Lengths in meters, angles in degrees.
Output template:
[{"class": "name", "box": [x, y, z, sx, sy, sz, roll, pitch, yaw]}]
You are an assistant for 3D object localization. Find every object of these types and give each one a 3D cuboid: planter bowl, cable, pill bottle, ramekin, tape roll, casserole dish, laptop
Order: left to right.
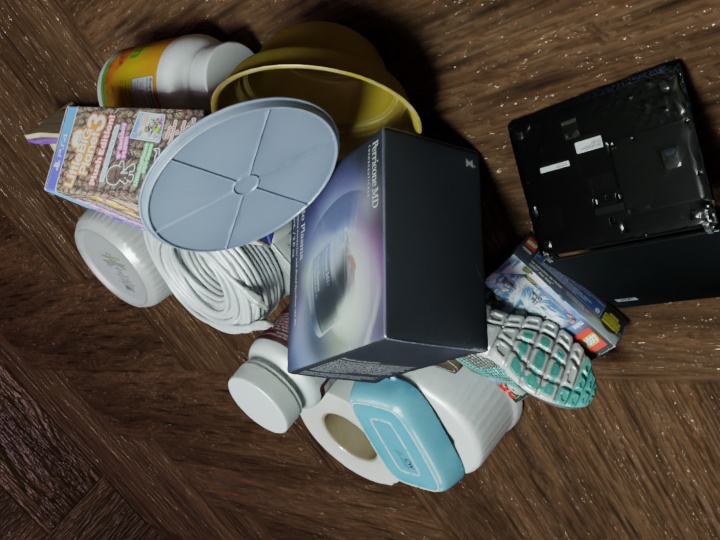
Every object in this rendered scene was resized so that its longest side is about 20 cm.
[{"class": "ramekin", "box": [-0.358, -0.036, 1.298, 0.199, 0.105, 0.202, 27, 145, 21]}, {"class": "pill bottle", "box": [-0.201, -0.205, 0.927, 0.198, 0.111, 0.112, 5, 133, 43]}, {"class": "cable", "box": [-0.191, -0.008, 1.056, 0.201, 0.069, 0.199, 54, 147, -12]}, {"class": "pill bottle", "box": [-0.073, 0.105, 1.065, 0.113, 0.200, 0.115, 27, 145, 22]}, {"class": "planter bowl", "box": [-0.037, -0.176, 0.778, 0.197, 0.085, 0.201, 5, 162, 2]}, {"class": "tape roll", "box": [0.002, 0.232, 1.255, 0.201, 0.071, 0.204, 28, 144, 22]}, {"class": "casserole dish", "box": [0.053, 0.207, 1.020, 0.120, 0.039, 0.201, 3, 132, 45]}, {"class": "ramekin", "box": [0.098, 0.166, 1.050, 0.199, 0.098, 0.202, 28, 145, 21]}, {"class": "laptop", "box": [0.245, -0.060, 0.712, 0.176, 0.102, 0.203, -13, 94, 52]}]

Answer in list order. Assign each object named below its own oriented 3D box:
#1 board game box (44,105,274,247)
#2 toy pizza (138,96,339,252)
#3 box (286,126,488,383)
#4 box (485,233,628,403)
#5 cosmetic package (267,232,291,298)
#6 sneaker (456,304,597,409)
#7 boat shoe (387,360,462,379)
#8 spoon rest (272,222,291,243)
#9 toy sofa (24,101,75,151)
[{"class": "board game box", "box": [-0.207, -0.101, 0.892, 0.198, 0.098, 0.159, 8, 170, 30]}, {"class": "toy pizza", "box": [-0.112, -0.090, 0.759, 0.032, 0.198, 0.201, 60, 155, 26]}, {"class": "box", "box": [0.019, -0.006, 0.820, 0.122, 0.203, 0.198, 10, 160, -30]}, {"class": "box", "box": [0.177, 0.059, 0.894, 0.137, 0.040, 0.200, 43, 148, 2]}, {"class": "cosmetic package", "box": [-0.126, -0.015, 1.104, 0.102, 0.074, 0.199, 49, 146, -10]}, {"class": "sneaker", "box": [0.155, 0.086, 0.863, 0.199, 0.078, 0.091, 30, 164, 22]}, {"class": "boat shoe", "box": [0.027, 0.088, 0.962, 0.198, 0.073, 0.072, 20, 164, 16]}, {"class": "spoon rest", "box": [-0.133, -0.111, 1.000, 0.200, 0.060, 0.100, 47, 149, 37]}, {"class": "toy sofa", "box": [-0.377, -0.180, 1.160, 0.198, 0.098, 0.083, 9, 135, 40]}]
